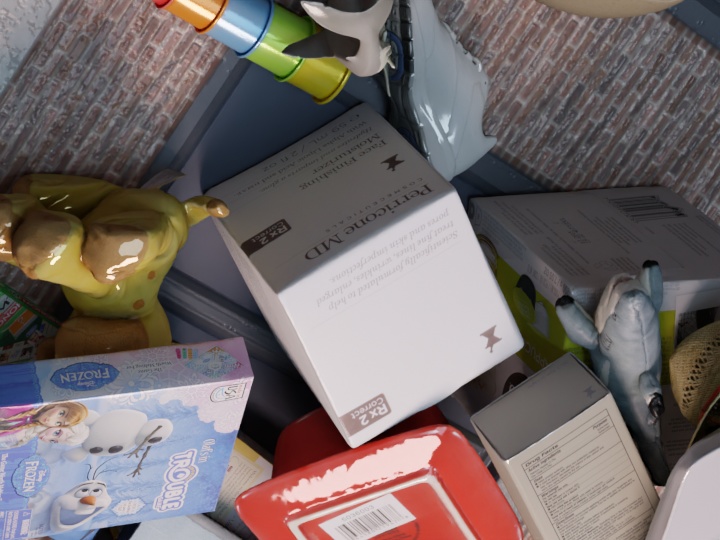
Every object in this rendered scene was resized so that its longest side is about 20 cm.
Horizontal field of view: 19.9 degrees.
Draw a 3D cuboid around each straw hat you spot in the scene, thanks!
[{"bbox_3d":[0.293,0.087,1.642,0.200,0.085,0.202,-33,147,-25],"label":"straw hat"}]

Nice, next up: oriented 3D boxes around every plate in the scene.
[{"bbox_3d":[0.291,0.175,1.622,0.199,0.032,0.200,-24,143,-35],"label":"plate"}]

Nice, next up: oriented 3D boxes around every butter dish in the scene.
[{"bbox_3d":[0.013,0.165,1.715,0.199,0.149,0.200,-19,138,12],"label":"butter dish"}]

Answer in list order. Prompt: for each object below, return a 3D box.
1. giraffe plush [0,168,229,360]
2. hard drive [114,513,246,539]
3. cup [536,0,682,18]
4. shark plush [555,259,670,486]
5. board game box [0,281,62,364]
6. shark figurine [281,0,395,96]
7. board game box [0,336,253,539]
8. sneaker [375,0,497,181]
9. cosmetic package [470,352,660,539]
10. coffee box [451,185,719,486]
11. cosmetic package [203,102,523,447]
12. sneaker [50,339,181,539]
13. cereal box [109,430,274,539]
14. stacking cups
[{"bbox_3d":[-0.200,0.019,1.601,0.199,0.172,0.163,-18,119,-52],"label":"giraffe plush"},{"bbox_3d":[-0.132,0.292,1.754,0.199,0.033,0.140,35,86,-21],"label":"hard drive"},{"bbox_3d":[0.219,-0.284,1.644,0.199,0.143,0.202,-10,118,-19],"label":"cup"},{"bbox_3d":[0.211,0.089,1.616,0.090,0.083,0.201,-11,117,-17],"label":"shark plush"},{"bbox_3d":[-0.327,0.105,1.664,0.134,0.029,0.200,37,96,-32],"label":"board game box"},{"bbox_3d":[-0.017,-0.177,1.556,0.089,0.215,0.129,-7,109,0],"label":"shark figurine"},{"bbox_3d":[-0.196,0.135,1.599,0.198,0.044,0.201,-7,145,-19],"label":"board game box"},{"bbox_3d":[0.058,-0.164,1.686,0.087,0.074,0.201,-30,129,-21],"label":"sneaker"},{"bbox_3d":[0.177,0.177,1.651,0.103,0.073,0.201,-31,123,-6],"label":"cosmetic package"},{"bbox_3d":[0.212,0.058,1.769,0.199,0.200,0.199,-4,116,-21],"label":"coffee box"},{"bbox_3d":[0.000,0.000,1.651,0.164,0.200,0.166,-31,122,-7],"label":"cosmetic package"},{"bbox_3d":[-0.199,0.145,1.722,0.078,0.066,0.201,30,100,-43],"label":"sneaker"},{"bbox_3d":[-0.103,0.235,1.813,0.144,0.040,0.200,-46,124,3],"label":"cereal box"},{"bbox_3d":[-0.099,-0.195,1.600,0.199,0.061,0.061,24,103,-30],"label":"stacking cups"}]
